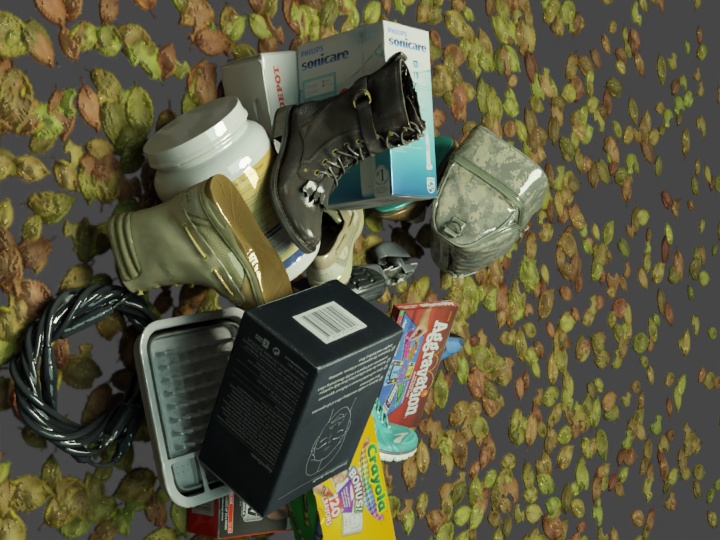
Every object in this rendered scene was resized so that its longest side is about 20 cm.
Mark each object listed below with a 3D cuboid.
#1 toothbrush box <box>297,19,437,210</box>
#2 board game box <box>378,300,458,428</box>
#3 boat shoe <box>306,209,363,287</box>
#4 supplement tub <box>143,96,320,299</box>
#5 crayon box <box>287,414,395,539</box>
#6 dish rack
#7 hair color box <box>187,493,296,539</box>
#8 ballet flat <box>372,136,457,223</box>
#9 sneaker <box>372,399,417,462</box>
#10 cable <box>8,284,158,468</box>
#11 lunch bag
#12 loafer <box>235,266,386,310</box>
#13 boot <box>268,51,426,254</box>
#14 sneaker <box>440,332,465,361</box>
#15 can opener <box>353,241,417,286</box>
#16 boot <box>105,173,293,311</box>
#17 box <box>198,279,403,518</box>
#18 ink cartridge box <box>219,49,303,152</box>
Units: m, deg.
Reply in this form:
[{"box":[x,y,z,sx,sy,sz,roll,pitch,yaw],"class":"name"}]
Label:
[{"box":[0.007,-0.178,1.246,0.085,0.146,0.202,1,87,-47],"class":"toothbrush box"},{"box":[0.063,0.134,1.432,0.102,0.019,0.201,-4,121,-37],"class":"board game box"},{"box":[-0.038,-0.063,1.329,0.201,0.072,0.065,-83,165,-46],"class":"boat shoe"},{"box":[-0.147,-0.083,1.204,0.144,0.144,0.201,-48,122,-37],"class":"supplement tub"},{"box":[-0.030,0.271,1.289,0.118,0.058,0.201,-23,108,-43],"class":"crayon box"},{"box":[-0.175,0.149,1.165,0.171,0.043,0.201,-9,87,-50],"class":"dish rack"},{"box":[-0.114,0.267,1.289,0.199,0.061,0.102,6,83,-47],"class":"hair color box"},{"box":[0.085,-0.115,1.524,0.200,0.067,0.073,-53,144,-39],"class":"ballet flat"},{"box":[0.005,0.196,1.379,0.199,0.077,0.080,26,94,-35],"class":"sneaker"},{"box":[-0.288,0.099,1.125,0.163,0.051,0.201,40,56,-30],"class":"cable"},{"box":[0.167,-0.084,1.501,0.168,0.139,0.200,-50,169,-7],"class":"lunch bag"},{"box":[-0.061,0.046,1.319,0.199,0.068,0.071,-16,125,-19],"class":"loafer"},{"box":[-0.010,-0.130,1.138,0.069,0.173,0.201,30,50,-57],"class":"boot"},{"box":[0.072,0.121,1.499,0.199,0.066,0.079,1,102,-47],"class":"sneaker"},{"box":[0.000,0.000,1.441,0.199,0.053,0.067,-6,61,-46],"class":"can opener"},{"box":[-0.171,0.006,1.135,0.201,0.155,0.073,62,24,-26],"class":"boot"},{"box":[-0.063,0.131,1.106,0.148,0.107,0.201,-19,137,-51],"class":"box"},{"box":[-0.070,-0.203,1.335,0.199,0.084,0.147,-17,100,-46],"class":"ink cartridge box"}]
